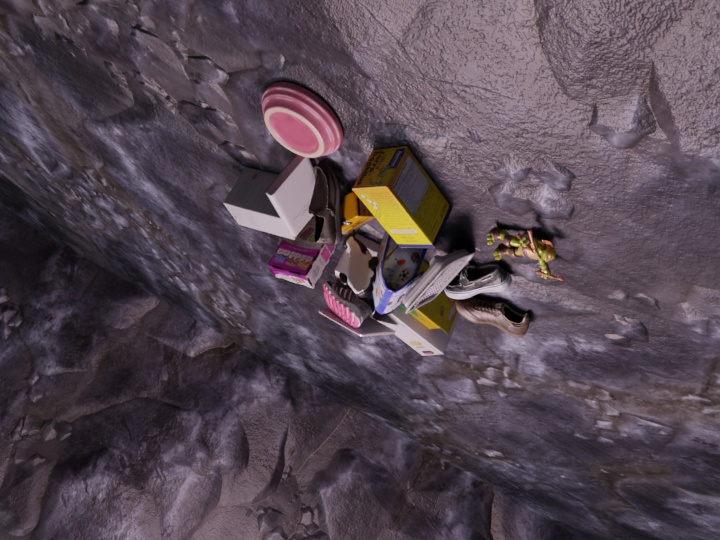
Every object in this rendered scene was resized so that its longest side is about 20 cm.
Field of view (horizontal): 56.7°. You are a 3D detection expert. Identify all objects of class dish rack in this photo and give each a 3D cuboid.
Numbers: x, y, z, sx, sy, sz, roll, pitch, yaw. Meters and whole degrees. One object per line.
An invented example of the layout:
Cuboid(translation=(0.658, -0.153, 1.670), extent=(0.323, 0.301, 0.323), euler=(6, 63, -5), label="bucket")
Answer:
Cuboid(translation=(0.176, 0.015, 1.558), extent=(0.044, 0.173, 0.199), euler=(46, -154, 15), label="dish rack")

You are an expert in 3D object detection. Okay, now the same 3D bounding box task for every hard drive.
Cuboid(translation=(-0.151, -0.181, 1.608), extent=(0.026, 0.133, 0.201), euler=(33, 166, 23), label="hard drive")

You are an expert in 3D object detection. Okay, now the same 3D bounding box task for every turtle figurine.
Cuboid(translation=(0.347, -0.052, 1.405), extent=(0.159, 0.066, 0.199), euler=(18, 164, 43), label="turtle figurine")

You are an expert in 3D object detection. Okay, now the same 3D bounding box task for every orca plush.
Cuboid(translation=(0.000, 0.000, 1.617), extent=(0.071, 0.104, 0.201), euler=(49, -176, -41), label="orca plush")

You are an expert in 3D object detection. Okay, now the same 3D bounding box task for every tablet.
Cuboid(translation=(-0.011, 0.136, 1.799), extent=(0.128, 0.014, 0.198), euler=(0, -165, -40), label="tablet")

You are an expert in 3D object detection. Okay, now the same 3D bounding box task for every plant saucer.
Cuboid(translation=(-0.133, -0.314, 1.443), extent=(0.196, 0.052, 0.202), euler=(25, 157, 11), label="plant saucer")

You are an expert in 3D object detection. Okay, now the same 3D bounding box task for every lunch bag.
Cuboid(translation=(0.092, -0.008, 1.610), extent=(0.121, 0.204, 0.171), euler=(21, 156, 1), label="lunch bag")

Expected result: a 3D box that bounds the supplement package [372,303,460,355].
Cuboid(translation=(0.161, 0.114, 1.845), extent=(0.198, 0.158, 0.110), euler=(37, 156, -19), label="supplement package")

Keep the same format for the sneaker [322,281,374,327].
Cuboid(translation=(-0.030, 0.079, 1.778), extent=(0.199, 0.086, 0.076), euler=(34, 142, 49), label="sneaker")

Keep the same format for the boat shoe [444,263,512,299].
Cuboid(translation=(0.278, 0.016, 1.638), extent=(0.197, 0.073, 0.071), euler=(-14, 125, 45), label="boat shoe")

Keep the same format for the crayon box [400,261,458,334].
Cuboid(translation=(0.174, 0.065, 1.765), extent=(0.199, 0.129, 0.050), euler=(38, 156, -20), label="crayon box")

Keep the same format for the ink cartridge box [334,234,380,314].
Cuboid(translation=(0.009, 0.005, 1.837), extent=(0.126, 0.127, 0.201), euler=(23, 157, 11), label="ink cartridge box")

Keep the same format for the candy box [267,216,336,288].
Cuboid(translation=(-0.139, -0.064, 1.768), extent=(0.134, 0.203, 0.061), euler=(15, 155, 31), label="candy box")

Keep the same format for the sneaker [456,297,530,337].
Cuboid(translation=(0.349, 0.103, 1.745), extent=(0.195, 0.071, 0.077), euler=(21, 138, 11), label="sneaker")

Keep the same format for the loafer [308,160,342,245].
Cuboid(translation=(-0.088, -0.154, 1.574), extent=(0.072, 0.070, 0.206), euler=(14, 114, 60), label="loafer")

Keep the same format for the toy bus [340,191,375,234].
Cuboid(translation=(-0.031, -0.136, 1.646), extent=(0.076, 0.067, 0.199), euler=(-1, 168, -24), label="toy bus")

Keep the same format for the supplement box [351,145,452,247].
Cuboid(translation=(0.092, -0.153, 1.435), extent=(0.108, 0.111, 0.200), euler=(3, 146, 45), label="supplement box")

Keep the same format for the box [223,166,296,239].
Cuboid(translation=(-0.238, -0.178, 1.752), extent=(0.196, 0.126, 0.098), euler=(16, 155, 28), label="box")
